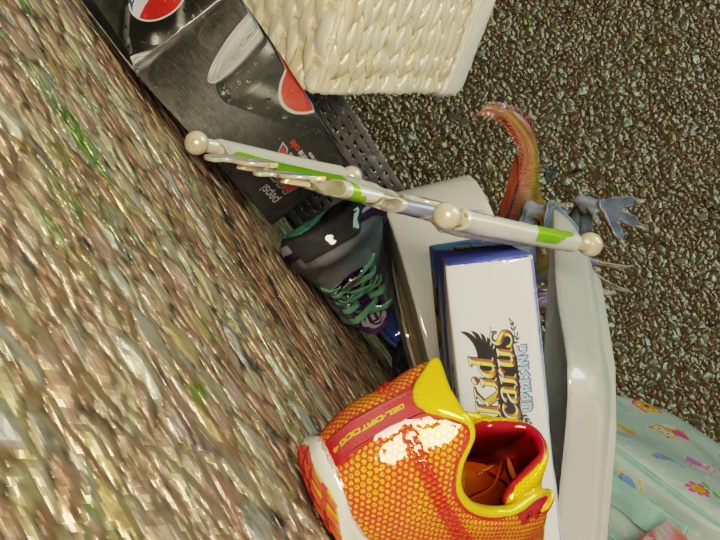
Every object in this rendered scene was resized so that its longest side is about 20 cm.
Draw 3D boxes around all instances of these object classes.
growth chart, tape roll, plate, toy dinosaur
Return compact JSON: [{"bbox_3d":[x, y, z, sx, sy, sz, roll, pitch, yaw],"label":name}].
[{"bbox_3d":[0.010,-0.040,0.620,0.199,0.018,0.144,20,8,40],"label":"growth chart"},{"bbox_3d":[0.068,0.036,0.842,0.202,0.070,0.204,165,-90,-88],"label":"tape roll"},{"bbox_3d":[0.126,0.093,0.689,0.200,0.032,0.201,-77,166,-62],"label":"plate"},{"bbox_3d":[0.130,-0.020,0.851,0.201,0.104,0.181,66,-21,0],"label":"toy dinosaur"}]

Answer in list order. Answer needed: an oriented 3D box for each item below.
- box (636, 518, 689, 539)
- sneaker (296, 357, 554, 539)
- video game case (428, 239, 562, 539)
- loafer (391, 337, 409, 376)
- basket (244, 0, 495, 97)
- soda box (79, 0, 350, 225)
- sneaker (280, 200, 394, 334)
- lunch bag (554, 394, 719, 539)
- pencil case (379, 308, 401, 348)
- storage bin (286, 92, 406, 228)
[{"bbox_3d":[0.184,0.226,0.653,0.103,0.094,0.200,56,2,-1],"label":"box"},{"bbox_3d":[0.049,0.101,0.457,0.073,0.077,0.200,63,7,34],"label":"sneaker"},{"bbox_3d":[0.071,0.078,0.643,0.200,0.045,0.183,-74,158,-86],"label":"video game case"},{"bbox_3d":[0.118,0.109,0.960,0.200,0.071,0.068,37,16,2],"label":"loafer"},{"bbox_3d":[-0.013,-0.244,0.815,0.160,0.201,0.198,-14,42,-45],"label":"basket"},{"bbox_3d":[-0.076,-0.106,0.684,0.063,0.071,0.200,53,2,27],"label":"soda box"},{"bbox_3d":[0.000,0.000,0.787,0.088,0.074,0.200,61,3,0],"label":"sneaker"},{"bbox_3d":[0.216,0.163,0.848,0.160,0.078,0.200,5,23,-47],"label":"lunch bag"},{"bbox_3d":[0.063,0.043,1.140,0.200,0.086,0.079,28,61,-81],"label":"pencil case"},{"bbox_3d":[-0.042,-0.105,0.984,0.201,0.093,0.135,55,3,-26],"label":"storage bin"}]
